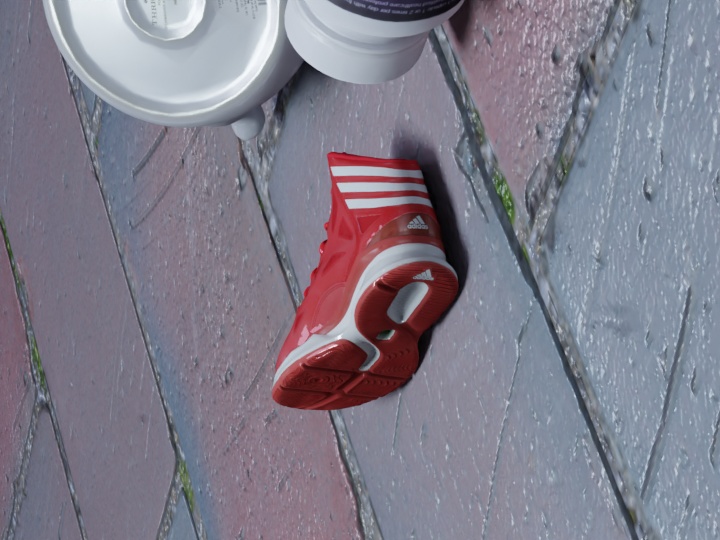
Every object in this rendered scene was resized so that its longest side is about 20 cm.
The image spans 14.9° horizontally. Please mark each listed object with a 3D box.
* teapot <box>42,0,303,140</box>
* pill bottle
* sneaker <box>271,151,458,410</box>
[{"bbox_3d":[-0.105,-0.199,1.773,0.200,0.197,0.146,-49,2,27],"label":"teapot"},{"bbox_3d":[0.017,-0.198,1.479,0.201,0.111,0.112,109,149,-49],"label":"pill bottle"},{"bbox_3d":[0.000,0.000,1.664,0.200,0.078,0.116,-45,44,50],"label":"sneaker"}]
